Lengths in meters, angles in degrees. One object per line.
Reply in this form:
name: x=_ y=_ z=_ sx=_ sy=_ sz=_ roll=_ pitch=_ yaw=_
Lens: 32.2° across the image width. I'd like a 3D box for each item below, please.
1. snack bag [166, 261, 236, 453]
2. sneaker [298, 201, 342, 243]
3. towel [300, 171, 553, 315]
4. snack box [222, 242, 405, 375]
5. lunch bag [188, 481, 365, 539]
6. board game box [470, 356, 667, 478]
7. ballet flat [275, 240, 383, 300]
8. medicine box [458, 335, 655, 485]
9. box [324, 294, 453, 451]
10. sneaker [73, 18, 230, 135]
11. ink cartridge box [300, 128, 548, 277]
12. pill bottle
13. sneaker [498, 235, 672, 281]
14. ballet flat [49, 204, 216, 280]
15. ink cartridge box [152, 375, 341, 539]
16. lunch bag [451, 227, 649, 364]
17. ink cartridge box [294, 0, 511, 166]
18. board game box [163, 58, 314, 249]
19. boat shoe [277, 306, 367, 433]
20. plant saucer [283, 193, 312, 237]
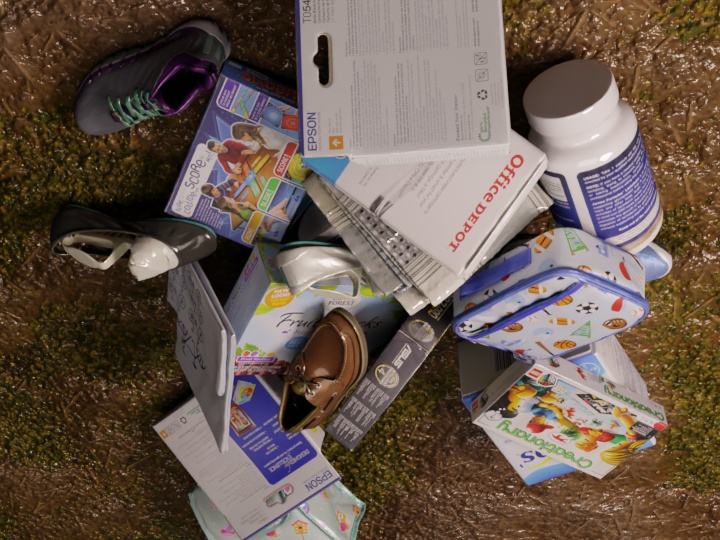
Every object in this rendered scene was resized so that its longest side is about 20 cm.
snack bag: x=-0.191 y=0.086 z=1.467 sx=0.021 sy=0.189 sz=0.201 roll=-12 pitch=135 yaw=-23
sneaker: x=0.034 y=-0.063 z=1.388 sx=0.200 sy=0.073 sz=0.114 roll=-30 pitch=130 yaw=22
towel: x=0.066 y=-0.078 z=1.303 sx=0.200 sy=0.035 sz=0.193 roll=-40 pitch=92 yaw=8
snack box: x=-0.055 y=0.048 z=1.461 sx=0.199 sy=0.068 sz=0.169 roll=2 pitch=138 yaw=-32
lunch bag: x=-0.121 y=0.336 z=1.744 sx=0.170 sy=0.122 sz=0.200 roll=-34 pitch=115 yaw=32
board game box: x=0.248 y=0.172 z=1.490 sx=0.199 sy=0.035 sz=0.126 roll=25 pitch=129 yaw=-20
ballet flat: x=0.000 y=0.000 z=1.377 sx=0.199 sy=0.070 sz=0.070 roll=-4 pitch=139 yaw=-29
medicine box: x=0.247 y=0.154 z=1.568 sx=0.182 sy=0.103 sz=0.200 roll=-22 pitch=128 yaw=22
box: x=0.049 y=0.104 z=1.488 sx=0.049 sy=0.161 sz=0.200 roll=39 pitch=129 yaw=6
sneaker: x=-0.223 y=-0.183 z=1.275 sx=0.199 sy=0.088 sz=0.074 roll=-28 pitch=127 yaw=25
ink cartridge box: x=0.065 y=-0.108 z=1.240 sx=0.200 sy=0.086 sz=0.147 roll=37 pitch=95 yaw=9
pill bottle: x=0.241 y=-0.114 z=1.305 sx=0.115 sy=0.116 sz=0.200 roll=-14 pitch=132 yaw=15
sneaker: x=0.262 y=0.005 z=1.444 sx=0.199 sy=0.077 sz=0.076 roll=-4 pitch=132 yaw=4
ballet flat: x=-0.261 y=-0.024 z=1.408 sx=0.199 sy=0.069 sz=0.068 roll=7 pitch=144 yaw=17
ink cartridge box: x=-0.146 y=0.230 z=1.638 sx=0.197 sy=0.047 sz=0.200 roll=-36 pitch=96 yaw=29
lunch bag: x=0.194 y=0.030 z=1.330 sx=0.160 sy=0.076 sz=0.200 roll=19 pitch=147 yaw=-32
ink cartridge box: x=0.039 y=-0.200 z=1.187 sx=0.199 sy=0.201 sz=0.041 roll=-3 pitch=167 yaw=5
board game box: x=-0.119 y=-0.117 z=1.349 sx=0.135 sy=0.035 sz=0.200 roll=23 pitch=129 yaw=-10
boat shoe: x=-0.047 y=0.125 z=1.428 sx=0.072 sy=0.068 sz=0.200 roll=42 pitch=142 yaw=22
plant saucer: x=-0.082 y=-0.098 z=1.399 sx=0.070 sy=0.019 sz=0.200 roll=25 pitch=129 yaw=-19
